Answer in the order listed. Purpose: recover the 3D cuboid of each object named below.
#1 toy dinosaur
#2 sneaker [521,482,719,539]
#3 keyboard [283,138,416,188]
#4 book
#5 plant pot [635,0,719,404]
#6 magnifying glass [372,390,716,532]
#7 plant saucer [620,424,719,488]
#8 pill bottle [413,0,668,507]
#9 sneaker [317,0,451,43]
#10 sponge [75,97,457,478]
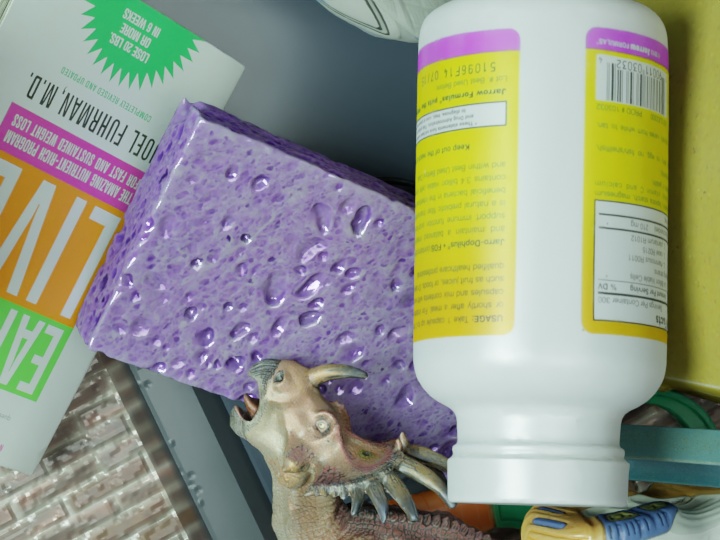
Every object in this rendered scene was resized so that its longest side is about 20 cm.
[{"bbox_3d":[0.022,0.128,0.938,0.199,0.086,0.136,25,105,-35],"label":"toy dinosaur"},{"bbox_3d":[0.157,0.138,0.985,0.199,0.075,0.089,-8,100,-28],"label":"sneaker"},{"bbox_3d":[0.000,0.000,0.968,0.199,0.040,0.105,16,111,-25],"label":"keyboard"},{"bbox_3d":[-0.142,-0.025,0.890,0.133,0.048,0.201,27,89,-49],"label":"book"},{"bbox_3d":[0.204,-0.031,0.922,0.194,0.194,0.201,19,86,-23],"label":"plant pot"},{"bbox_3d":[0.078,0.105,1.012,0.199,0.022,0.080,-12,102,-17],"label":"magnifying glass"},{"bbox_3d":[0.149,0.080,0.919,0.070,0.199,0.019,24,72,-50],"label":"plant saucer"},{"bbox_3d":[0.073,-0.006,0.872,0.103,0.104,0.202,4,83,-18],"label":"pill bottle"},{"bbox_3d":[-0.023,-0.153,0.881,0.200,0.072,0.072,36,72,-47],"label":"sneaker"},{"bbox_3d":[-0.012,0.013,0.927,0.199,0.030,0.112,22,105,-27],"label":"sponge"}]
